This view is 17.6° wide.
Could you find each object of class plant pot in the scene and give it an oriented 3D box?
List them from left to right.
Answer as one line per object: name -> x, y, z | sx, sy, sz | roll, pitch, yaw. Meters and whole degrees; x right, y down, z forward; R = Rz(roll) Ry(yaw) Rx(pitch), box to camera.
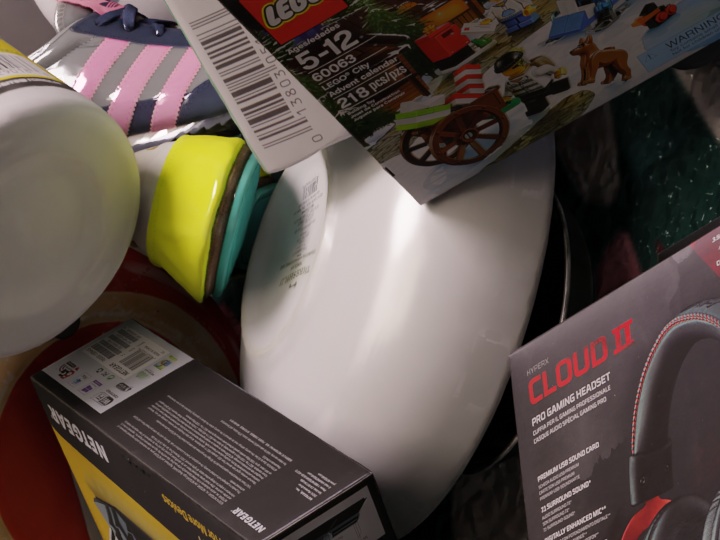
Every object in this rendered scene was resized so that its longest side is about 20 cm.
plant pot -> -0.161, 0.071, 1.032 | 0.182, 0.200, 0.202 | 7, 83, 54

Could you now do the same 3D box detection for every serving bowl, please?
serving bowl -> 0.000, 0.000, 0.897 | 0.200, 0.066, 0.201 | -162, 90, -71

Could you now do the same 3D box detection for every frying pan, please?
frying pan -> 0.044, 0.057, 0.872 | 0.115, 0.031, 0.191 | -151, 75, -67

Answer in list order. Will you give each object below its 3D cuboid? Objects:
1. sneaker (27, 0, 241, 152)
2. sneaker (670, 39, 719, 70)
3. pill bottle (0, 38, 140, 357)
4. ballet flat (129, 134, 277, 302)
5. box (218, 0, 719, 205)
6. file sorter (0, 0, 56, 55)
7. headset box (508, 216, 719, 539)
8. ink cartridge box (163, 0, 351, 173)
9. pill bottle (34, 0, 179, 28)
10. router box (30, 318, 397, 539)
sneaker -> -0.093, -0.089, 1.003 | 0.070, 0.199, 0.082 | 1, -108, -85
sneaker -> 0.113, -0.174, 0.826 | 0.066, 0.078, 0.201 | 6, 84, 55
pill bottle -> -0.187, -0.056, 0.933 | 0.200, 0.111, 0.112 | 35, 108, 39
ballet flat -> -0.072, -0.025, 0.966 | 0.200, 0.067, 0.067 | -1, -73, -87
box -> 0.067, -0.112, 0.749 | 0.199, 0.137, 0.038 | -29, 51, 16
file sorter -> -0.195, -0.052, 1.188 | 0.124, 0.138, 0.201 | 27, 100, 59
headset box -> 0.124, 0.076, 0.713 | 0.148, 0.075, 0.201 | -34, 51, 46
ink cartridge box -> -0.033, -0.154, 0.888 | 0.050, 0.161, 0.200 | -22, 23, 23
pill bottle -> -0.056, -0.187, 1.045 | 0.200, 0.119, 0.120 | -54, 39, 29
router box -> -0.040, 0.120, 0.883 | 0.200, 0.052, 0.158 | 26, 141, 57
